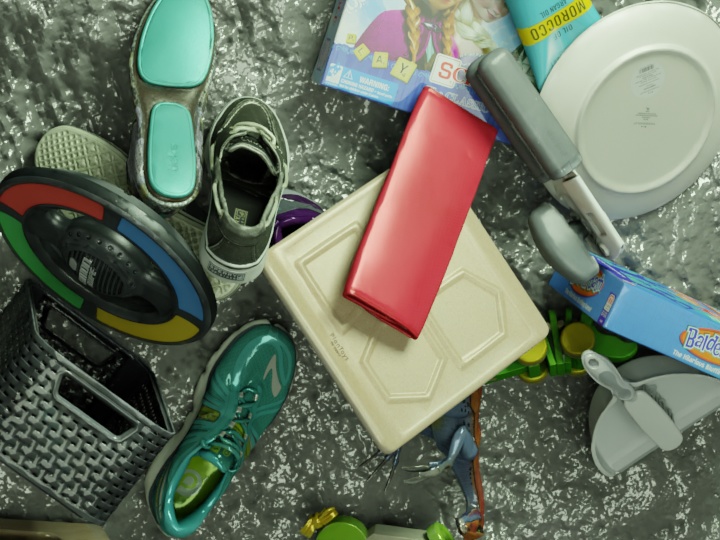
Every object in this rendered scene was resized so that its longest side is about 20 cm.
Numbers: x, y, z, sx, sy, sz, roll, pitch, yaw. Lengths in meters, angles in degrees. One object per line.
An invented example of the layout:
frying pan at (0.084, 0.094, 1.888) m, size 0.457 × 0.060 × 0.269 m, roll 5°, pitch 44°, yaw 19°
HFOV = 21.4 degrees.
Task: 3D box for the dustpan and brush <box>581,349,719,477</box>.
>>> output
dustpan and brush at (0.234, 0.109, 1.624) m, size 0.139 × 0.057 × 0.200 m, roll -35°, pitch 129°, yaw 14°

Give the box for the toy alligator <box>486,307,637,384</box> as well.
toy alligator at (0.139, 0.065, 1.649) m, size 0.198 × 0.059 × 0.055 m, roll -9°, pitch 67°, yaw 4°

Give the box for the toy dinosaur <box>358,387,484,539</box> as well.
toy dinosaur at (0.084, 0.132, 1.596) m, size 0.199 × 0.105 × 0.182 m, roll -35°, pitch 115°, yaw 6°

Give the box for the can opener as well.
can opener at (0.143, -0.082, 1.547) m, size 0.067 × 0.053 × 0.201 m, roll -38°, pitch 98°, yaw -17°

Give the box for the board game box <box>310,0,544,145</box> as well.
board game box at (0.083, -0.222, 1.570) m, size 0.198 × 0.041 × 0.202 m, roll 15°, pitch 99°, yaw -16°

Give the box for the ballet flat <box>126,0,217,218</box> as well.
ballet flat at (-0.156, -0.131, 1.515) m, size 0.071 × 0.072 × 0.202 m, roll 9°, pitch 65°, yaw -14°

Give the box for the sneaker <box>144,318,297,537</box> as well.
sneaker at (-0.111, 0.137, 1.594) m, size 0.077 × 0.080 × 0.201 m, roll 27°, pitch 96°, yaw -17°

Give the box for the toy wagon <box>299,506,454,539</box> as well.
toy wagon at (0.024, 0.282, 1.662) m, size 0.155 × 0.040 × 0.201 m, roll -37°, pitch 98°, yaw 14°

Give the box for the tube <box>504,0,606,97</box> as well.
tube at (0.138, -0.243, 1.535) m, size 0.077 × 0.050 × 0.201 m, roll -29°, pitch 116°, yaw 1°

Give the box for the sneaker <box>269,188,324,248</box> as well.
sneaker at (0.000, 0.000, 1.581) m, size 0.198 × 0.088 × 0.075 m, roll 22°, pitch 98°, yaw -16°

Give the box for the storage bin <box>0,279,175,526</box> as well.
storage bin at (-0.234, 0.100, 1.495) m, size 0.135 × 0.200 × 0.094 m, roll 38°, pitch 93°, yaw -18°

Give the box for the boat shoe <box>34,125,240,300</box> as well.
boat shoe at (-0.179, -0.046, 1.547) m, size 0.199 × 0.062 × 0.075 m, roll 34°, pitch 97°, yaw -2°

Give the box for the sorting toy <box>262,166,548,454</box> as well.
sorting toy at (0.035, 0.022, 1.523) m, size 0.199 × 0.036 × 0.186 m, roll -34°, pitch 90°, yaw -30°

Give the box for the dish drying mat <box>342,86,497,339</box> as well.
dish drying mat at (0.048, -0.048, 1.521) m, size 0.076 × 0.018 × 0.201 m, roll 29°, pitch 63°, yaw -16°

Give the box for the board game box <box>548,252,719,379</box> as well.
board game box at (0.274, 0.048, 1.619) m, size 0.198 × 0.152 × 0.045 m, roll 24°, pitch 97°, yaw -17°

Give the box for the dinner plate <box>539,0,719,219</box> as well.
dinner plate at (0.238, -0.130, 1.604) m, size 0.198 × 0.024 × 0.202 m, roll -11°, pitch 121°, yaw -19°

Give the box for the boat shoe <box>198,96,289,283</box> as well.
boat shoe at (-0.085, -0.079, 1.488) m, size 0.070 × 0.201 × 0.064 m, roll 11°, pitch 132°, yaw -10°

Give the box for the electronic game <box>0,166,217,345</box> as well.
electronic game at (-0.201, -0.009, 1.491) m, size 0.200 × 0.199 × 0.042 m, roll 41°, pitch 60°, yaw -17°

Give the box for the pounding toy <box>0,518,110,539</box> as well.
pounding toy at (-0.311, 0.275, 1.570) m, size 0.198 × 0.142 × 0.186 m, roll 7°, pitch 102°, yaw -25°
